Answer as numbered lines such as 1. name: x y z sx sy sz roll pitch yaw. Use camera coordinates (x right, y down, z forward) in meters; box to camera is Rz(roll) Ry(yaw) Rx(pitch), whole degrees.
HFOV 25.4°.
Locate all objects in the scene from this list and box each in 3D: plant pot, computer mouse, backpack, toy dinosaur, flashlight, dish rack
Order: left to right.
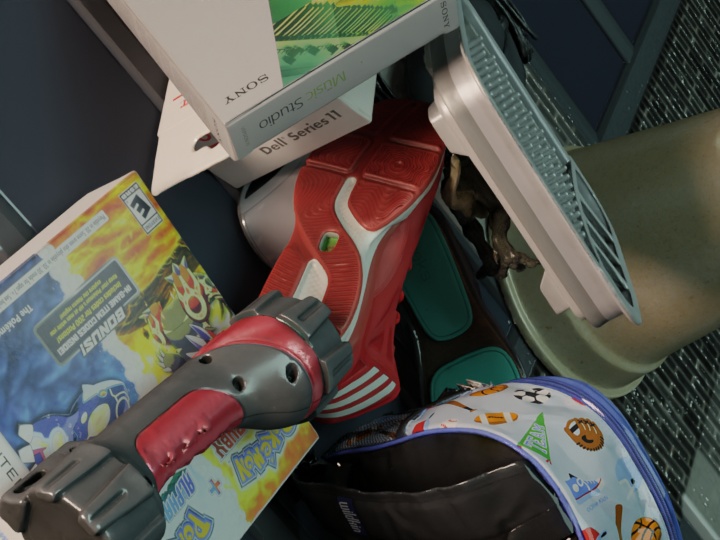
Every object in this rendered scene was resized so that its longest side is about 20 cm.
1. flashlight: -0.077 0.079 0.762 0.068 0.068 0.200 62 36 -11
2. computer mouse: -0.009 -0.066 1.009 0.110 0.044 0.200 55 39 -16
3. computer mouse: 0.085 -0.166 1.156 0.139 0.053 0.200 48 37 -25
4. toy dinosaur: 0.076 -0.038 1.014 0.200 0.047 0.088 -49 115 -79
5. backpack: 0.085 0.147 0.873 0.154 0.190 0.200 -32 96 -33
6. dish rack: 0.094 -0.063 0.954 0.200 0.043 0.172 55 16 -21
7. plant pot: 0.224 -0.028 1.151 0.200 0.183 0.201 26 53 -39

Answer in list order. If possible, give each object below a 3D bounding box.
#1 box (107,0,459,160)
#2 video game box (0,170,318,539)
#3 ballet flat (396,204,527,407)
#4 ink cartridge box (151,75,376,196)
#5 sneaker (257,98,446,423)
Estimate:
1. box: -0.061 -0.166 0.869 0.200 0.144 0.036 51 -13 29
2. video game box: -0.125 0.073 0.797 0.182 0.047 0.200 58 38 -14
3. ballet flat: 0.061 0.051 1.010 0.073 0.073 0.200 -16 84 -52
4. ink cartridge box: -0.050 -0.128 0.933 0.067 0.117 0.200 33 50 -35
5. sneaker: 0.000 0.000 0.944 0.200 0.078 0.116 -59 154 -30
